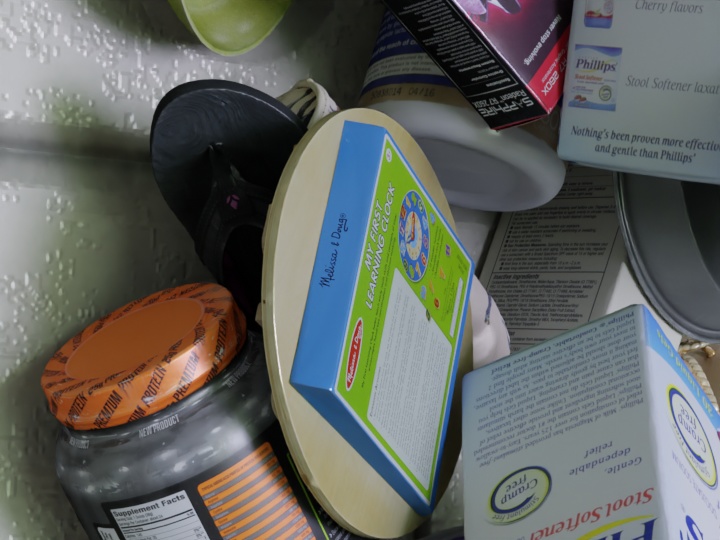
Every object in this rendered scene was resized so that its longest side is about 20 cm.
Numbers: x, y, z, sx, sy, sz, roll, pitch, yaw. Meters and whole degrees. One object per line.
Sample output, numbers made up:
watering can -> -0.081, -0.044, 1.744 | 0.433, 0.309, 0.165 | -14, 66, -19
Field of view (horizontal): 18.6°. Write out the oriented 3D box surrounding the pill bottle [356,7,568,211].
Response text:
pill bottle -> 0.073, -0.142, 1.175 | 0.116, 0.116, 0.200 | 29, 68, -40

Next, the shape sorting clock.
shape sorting clock -> 0.005, 0.024, 1.024 | 0.200, 0.039, 0.200 | -3, 90, -66

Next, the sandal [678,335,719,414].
sandal -> 0.176, 0.090, 1.295 | 0.070, 0.078, 0.212 | 48, 62, -39

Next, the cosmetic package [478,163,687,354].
cosmetic package -> 0.137, -0.020, 1.243 | 0.071, 0.105, 0.200 | 39, 64, -39

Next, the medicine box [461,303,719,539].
medicine box -> 0.135, 0.153, 1.032 | 0.182, 0.103, 0.200 | 53, 23, -32

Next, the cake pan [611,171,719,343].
cake pan -> 0.212, -0.059, 1.222 | 0.200, 0.037, 0.200 | 0, 90, -47

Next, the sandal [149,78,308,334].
sandal -> -0.039, -0.003, 1.038 | 0.048, 0.075, 0.201 | -106, 174, -56

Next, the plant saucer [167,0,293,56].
plant saucer -> -0.059, -0.204, 1.056 | 0.200, 0.031, 0.200 | 13, 90, -72

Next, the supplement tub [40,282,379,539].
supplement tub -> -0.063, 0.114, 1.026 | 0.123, 0.122, 0.200 | -40, 116, -38

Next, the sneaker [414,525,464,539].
sneaker -> 0.094, 0.188, 1.152 | 0.200, 0.073, 0.114 | 10, 83, -8

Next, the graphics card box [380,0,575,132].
graphics card box -> 0.047, -0.181, 1.059 | 0.200, 0.051, 0.125 | 47, 61, -21

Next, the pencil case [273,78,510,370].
pencil case -> 0.000, 0.000, 1.124 | 0.089, 0.078, 0.200 | -48, 122, -12

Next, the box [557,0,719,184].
box -> 0.199, -0.141, 1.084 | 0.184, 0.105, 0.200 | 2, 96, -50
